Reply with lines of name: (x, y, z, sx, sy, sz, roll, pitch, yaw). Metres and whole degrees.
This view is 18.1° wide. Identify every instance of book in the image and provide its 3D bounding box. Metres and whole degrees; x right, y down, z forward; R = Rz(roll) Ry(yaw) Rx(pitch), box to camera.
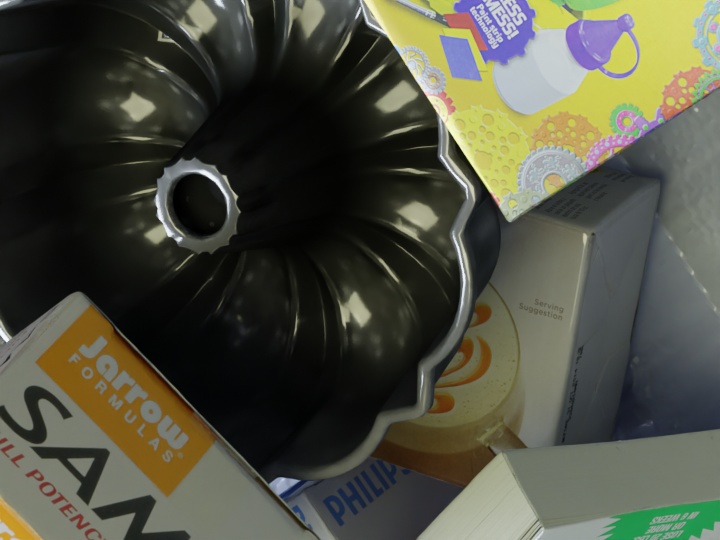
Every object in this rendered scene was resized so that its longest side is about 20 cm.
book: (0.060, 0.130, 0.840, 0.200, 0.133, 0.048, -55, 51, 39)

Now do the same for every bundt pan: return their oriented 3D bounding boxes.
bundt pan: (-0.037, -0.031, 0.769, 0.202, 0.076, 0.202, 9, 110, 25)

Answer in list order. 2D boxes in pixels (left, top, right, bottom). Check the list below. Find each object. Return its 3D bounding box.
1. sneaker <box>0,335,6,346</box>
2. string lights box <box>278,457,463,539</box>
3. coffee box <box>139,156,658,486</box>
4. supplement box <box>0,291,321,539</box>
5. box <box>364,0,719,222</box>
sneaker: (-0.185, -0.003, 0.933, 0.130, 0.079, 0.199, 67, 165, 6)
string lights box: (-0.053, 0.142, 0.930, 0.200, 0.103, 0.059, -36, 87, 31)
coffee box: (0.000, 0.000, 0.862, 0.200, 0.080, 0.115, 18, 114, 21)
supplement box: (-0.112, 0.099, 0.786, 0.126, 0.074, 0.200, 46, 148, -8)
box: (0.072, -0.151, 0.722, 0.122, 0.193, 0.200, -33, 90, 30)
